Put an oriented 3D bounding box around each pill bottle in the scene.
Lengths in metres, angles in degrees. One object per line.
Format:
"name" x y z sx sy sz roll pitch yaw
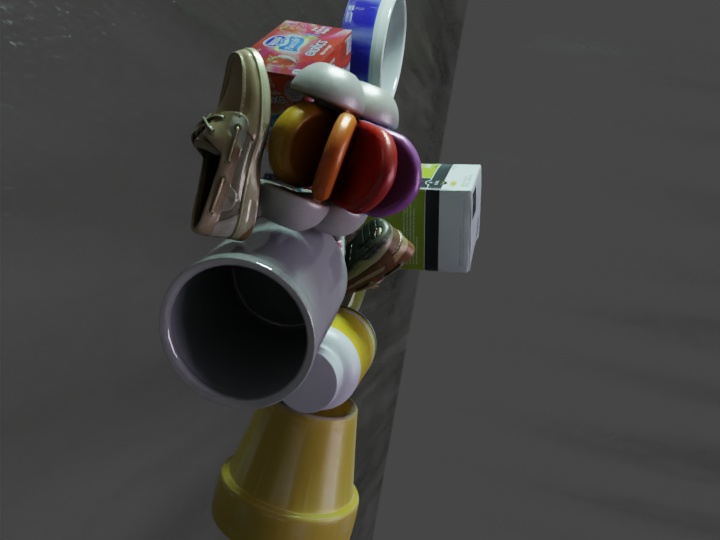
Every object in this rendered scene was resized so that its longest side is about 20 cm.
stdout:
"pill bottle" -0.048 0.118 1.141 0.200 0.111 0.113 -40 140 -76

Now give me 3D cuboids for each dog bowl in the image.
"dog bowl" 0.022 -0.385 1.503 0.200 0.078 0.202 10 90 -79

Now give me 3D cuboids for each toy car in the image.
"toy car" -0.006 -0.117 0.938 0.200 0.149 0.176 5 106 -62

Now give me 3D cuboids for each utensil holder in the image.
"utensil holder" -0.109 0.033 0.972 0.200 0.168 0.171 -60 159 -67

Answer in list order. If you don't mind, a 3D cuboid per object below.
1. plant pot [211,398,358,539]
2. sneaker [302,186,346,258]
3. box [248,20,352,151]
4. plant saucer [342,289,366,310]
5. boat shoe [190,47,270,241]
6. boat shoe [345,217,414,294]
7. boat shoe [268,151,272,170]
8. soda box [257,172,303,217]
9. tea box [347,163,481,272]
"plant pot" -0.087 0.260 1.177 0.201 0.199 0.190 -36 143 -75
"sneaker" -0.042 -0.050 1.151 0.087 0.073 0.202 -7 104 -71
"box" -0.081 -0.226 1.049 0.200 0.095 0.100 -63 161 -56
"plant saucer" -0.038 0.050 1.472 0.200 0.031 0.201 -53 -159 31
"boat shoe" -0.138 -0.133 0.890 0.072 0.065 0.202 5 -91 59
"boat shoe" 0.000 0.000 1.192 0.200 0.073 0.076 -32 -140 50
"boat shoe" -0.070 -0.218 1.203 0.074 0.065 0.201 77 25 -65
"soda box" -0.106 -0.036 1.202 0.201 0.063 0.069 90 15 -47
"tea box" 0.090 -0.092 1.394 0.200 0.195 0.135 -54 147 -68
